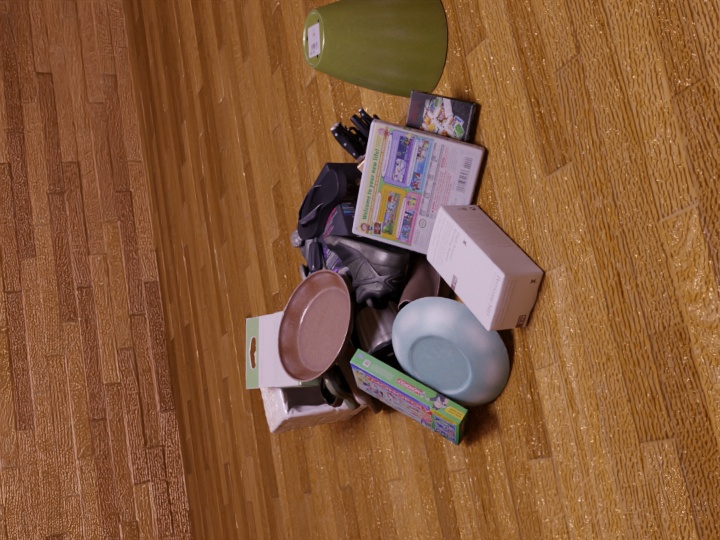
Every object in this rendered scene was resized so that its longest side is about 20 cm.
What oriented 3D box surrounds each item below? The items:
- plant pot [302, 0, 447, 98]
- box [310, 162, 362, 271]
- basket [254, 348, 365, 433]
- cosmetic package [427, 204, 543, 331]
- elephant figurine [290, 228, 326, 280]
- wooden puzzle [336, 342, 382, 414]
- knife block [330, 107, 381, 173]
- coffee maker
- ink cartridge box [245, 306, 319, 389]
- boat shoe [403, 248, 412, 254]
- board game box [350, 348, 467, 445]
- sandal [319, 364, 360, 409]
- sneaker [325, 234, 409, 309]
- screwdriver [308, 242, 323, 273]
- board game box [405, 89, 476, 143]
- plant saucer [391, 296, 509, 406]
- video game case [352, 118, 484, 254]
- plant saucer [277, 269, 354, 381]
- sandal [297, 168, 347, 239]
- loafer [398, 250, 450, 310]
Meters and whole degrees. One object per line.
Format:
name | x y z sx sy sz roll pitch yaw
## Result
plant pot | 0.012 -0.382 1.505 0.187 0.200 0.188 18 111 63
box | -0.016 -0.092 1.722 0.122 0.106 0.200 -52 48 53
basket | -0.100 0.217 1.852 0.161 0.198 0.200 123 135 -59
cosmetic package | 0.182 -0.008 1.355 0.200 0.074 0.102 -126 39 -50
elephant figurine | -0.071 0.008 1.815 0.141 0.155 0.201 -22 66 37
wooden puzzle | -0.012 0.177 1.706 0.185 0.037 0.200 62 -178 16
knife block | 0.040 -0.176 1.502 0.064 0.175 0.200 -42 52 27
coffee maker | 0.024 0.105 1.638 0.192 0.134 0.200 112 145 -44
ink cartridge box | -0.151 0.153 1.723 0.200 0.048 0.146 -14 73 53
boat shoe | 0.054 -0.107 1.593 0.074 0.068 0.200 87 167 -63
board game box | 0.080 0.207 1.462 0.200 0.029 0.135 28 162 17
sandal | -0.049 0.213 1.642 0.080 0.057 0.201 62 -178 22
sneaker | 0.000 0.000 1.548 0.199 0.076 0.115 23 107 46
screwdriver | -0.081 0.040 1.695 0.029 0.028 0.201 124 145 -63
board game box | 0.115 -0.181 1.442 0.023 0.105 0.200 -60 -17 -64
plant saucer | 0.130 0.137 1.395 0.201 0.039 0.201 17 126 25
video game case | 0.089 -0.126 1.445 0.022 0.182 0.200 -57 -20 -59
plant saucer | -0.071 0.099 1.573 0.200 0.037 0.201 -26 54 41
sandal | -0.084 -0.127 1.687 0.200 0.043 0.076 -52 47 51
loafer | 0.102 0.049 1.486 0.073 0.071 0.201 -5 75 29
